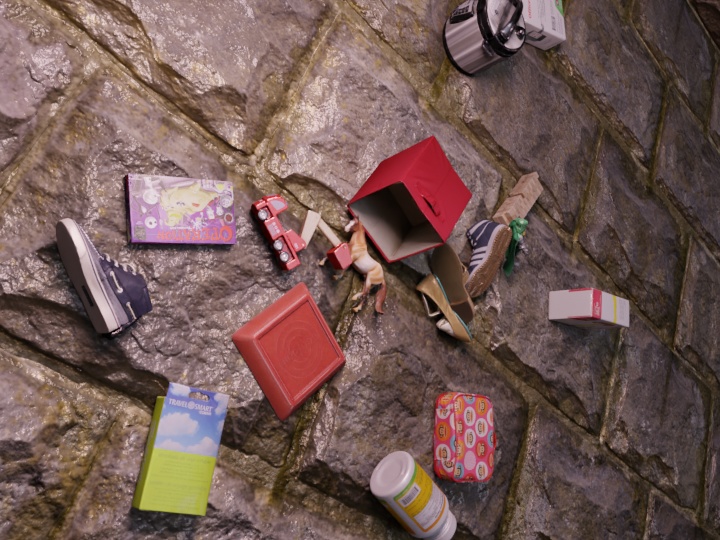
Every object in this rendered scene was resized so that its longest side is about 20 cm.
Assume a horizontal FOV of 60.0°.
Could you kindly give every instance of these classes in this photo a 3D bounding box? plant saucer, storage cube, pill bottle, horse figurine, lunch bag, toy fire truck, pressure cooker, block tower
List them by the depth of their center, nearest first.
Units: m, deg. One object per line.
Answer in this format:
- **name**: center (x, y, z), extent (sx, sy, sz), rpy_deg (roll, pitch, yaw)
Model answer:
- **plant saucer**: center (-0.126, 0.156, 1.233), extent (0.199, 0.036, 0.202), rpy_deg (-38, 107, -36)
- **toy fire truck**: center (-0.117, -0.072, 1.247), extent (0.140, 0.049, 0.202), rpy_deg (-31, 102, -21)
- **pill bottle**: center (0.118, 0.490, 1.323), extent (0.201, 0.110, 0.111), rpy_deg (51, 56, -20)
- **horse figurine**: center (0.000, 0.000, 1.352), extent (0.133, 0.050, 0.201), rpy_deg (-46, 108, -28)
- **storage cube**: center (0.109, -0.155, 1.375), extent (0.172, 0.198, 0.181), rpy_deg (51, 50, -19)
- **lunch bag**: center (0.255, 0.391, 1.467), extent (0.174, 0.081, 0.204), rpy_deg (14, 74, -37)
- **pressure cooker**: center (0.336, -0.628, 1.628), extent (0.177, 0.199, 0.179), rpy_deg (-11, 90, -38)
- **block tower**: center (0.441, -0.190, 1.731), extent (0.058, 0.054, 0.201), rpy_deg (52, 56, -20)

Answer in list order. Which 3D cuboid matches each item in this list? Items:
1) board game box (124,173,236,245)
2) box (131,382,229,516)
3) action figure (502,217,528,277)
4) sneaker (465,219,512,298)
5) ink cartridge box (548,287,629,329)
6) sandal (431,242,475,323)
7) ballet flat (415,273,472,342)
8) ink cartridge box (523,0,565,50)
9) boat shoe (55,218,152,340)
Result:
- **board game box**: center (-0.321, -0.107, 1.128), extent (0.197, 0.032, 0.123), rpy_deg (-2, 88, -39)
- **box**: center (-0.302, 0.303, 1.060), extent (0.121, 0.047, 0.204), rpy_deg (21, 70, -35)
- **action figure**: center (0.402, -0.077, 1.605), extent (0.054, 0.201, 0.120), rpy_deg (-1, 66, 6)
- **sneaker**: center (0.301, -0.035, 1.594), extent (0.069, 0.108, 0.202), rpy_deg (21, 100, -36)
- **ink cartridge box**: center (0.659, 0.113, 1.795), extent (0.198, 0.144, 0.085), rpy_deg (14, 74, -36)
- **sandal**: center (0.234, 0.020, 1.534), extent (0.070, 0.077, 0.215), rpy_deg (-45, 118, -55)
- **ballet flat**: center (0.195, 0.102, 1.492), extent (0.063, 0.069, 0.202), rpy_deg (-34, 103, -8)
- **ink cartridge box**: center (0.519, -0.769, 1.870), extent (0.197, 0.083, 0.149), rpy_deg (4, 80, -38)
- **boat shoe**: center (-0.413, 0.003, 1.015), extent (0.092, 0.074, 0.203), rpy_deg (-31, 109, -44)
